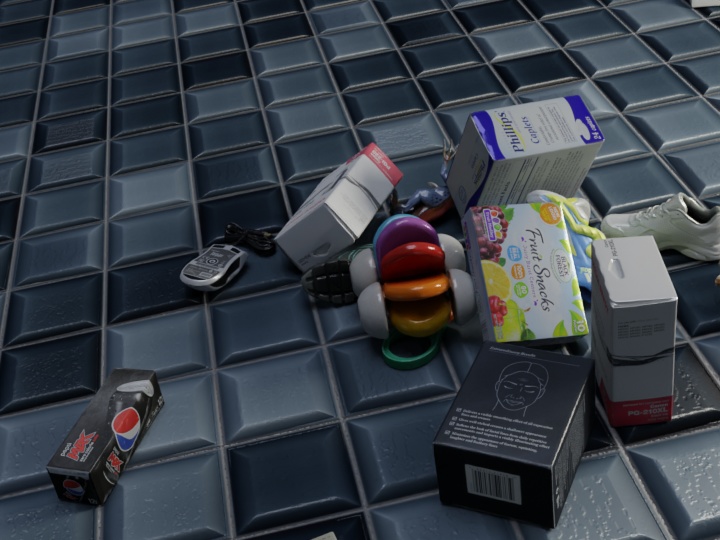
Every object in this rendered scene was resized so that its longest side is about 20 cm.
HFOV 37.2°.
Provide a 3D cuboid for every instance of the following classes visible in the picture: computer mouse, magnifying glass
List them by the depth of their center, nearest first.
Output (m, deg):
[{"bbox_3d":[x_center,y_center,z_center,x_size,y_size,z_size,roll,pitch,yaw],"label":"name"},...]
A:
[{"bbox_3d":[0.108,0.080,1.580,0.079,0.022,0.200,22,44,37],"label":"magnifying glass"},{"bbox_3d":[-0.228,-0.014,1.775,0.109,0.044,0.200,16,36,24],"label":"computer mouse"}]

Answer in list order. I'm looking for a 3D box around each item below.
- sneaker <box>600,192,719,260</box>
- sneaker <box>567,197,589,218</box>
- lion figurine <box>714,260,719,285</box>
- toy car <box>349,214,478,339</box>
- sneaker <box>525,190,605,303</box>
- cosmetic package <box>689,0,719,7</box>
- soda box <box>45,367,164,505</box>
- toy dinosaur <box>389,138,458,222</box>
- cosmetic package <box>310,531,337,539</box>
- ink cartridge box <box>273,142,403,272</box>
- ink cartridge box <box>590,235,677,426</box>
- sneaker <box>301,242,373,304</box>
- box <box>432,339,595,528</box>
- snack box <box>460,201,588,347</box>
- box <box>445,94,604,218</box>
[{"bbox_3d":[0.473,-0.080,1.656,0.199,0.100,0.078,5,37,20],"label":"sneaker"},{"bbox_3d":[0.265,-0.076,1.707,0.199,0.076,0.105,-25,37,-20],"label":"sneaker"},{"bbox_3d":[0.588,0.013,1.527,0.122,0.073,0.200,31,46,34],"label":"lion figurine"},{"bbox_3d":[0.073,-0.004,1.558,0.174,0.150,0.200,-11,38,-1],"label":"toy car"},{"bbox_3d":[0.308,-0.029,1.589,0.200,0.076,0.105,40,66,8],"label":"sneaker"},{"bbox_3d":[0.839,-0.704,2.405,0.199,0.166,0.165,-3,36,9],"label":"cosmetic package"},{"bbox_3d":[-0.340,0.220,1.447,0.070,0.064,0.200,3,37,17],"label":"soda box"},{"bbox_3d":[0.141,-0.115,1.838,0.181,0.105,0.201,-1,68,-4],"label":"toy dinosaur"},{"bbox_3d":[-0.019,0.383,1.108,0.071,0.106,0.200,-19,34,-12],"label":"cosmetic package"},{"bbox_3d":[-0.035,-0.103,1.765,0.145,0.085,0.200,-33,17,41],"label":"ink cartridge box"},{"bbox_3d":[0.348,0.076,1.375,0.084,0.201,0.145,-6,35,4],"label":"ink cartridge box"},{"bbox_3d":[0.000,0.000,1.691,0.199,0.076,0.079,-11,21,-14],"label":"sneaker"},{"bbox_3d":[0.194,0.197,1.320,0.148,0.107,0.200,9,39,24],"label":"box"},{"bbox_3d":[0.231,0.006,1.515,0.142,0.053,0.201,-4,72,-16],"label":"snack box"},{"bbox_3d":[0.261,-0.176,1.732,0.199,0.184,0.105,-12,60,-17],"label":"box"}]
